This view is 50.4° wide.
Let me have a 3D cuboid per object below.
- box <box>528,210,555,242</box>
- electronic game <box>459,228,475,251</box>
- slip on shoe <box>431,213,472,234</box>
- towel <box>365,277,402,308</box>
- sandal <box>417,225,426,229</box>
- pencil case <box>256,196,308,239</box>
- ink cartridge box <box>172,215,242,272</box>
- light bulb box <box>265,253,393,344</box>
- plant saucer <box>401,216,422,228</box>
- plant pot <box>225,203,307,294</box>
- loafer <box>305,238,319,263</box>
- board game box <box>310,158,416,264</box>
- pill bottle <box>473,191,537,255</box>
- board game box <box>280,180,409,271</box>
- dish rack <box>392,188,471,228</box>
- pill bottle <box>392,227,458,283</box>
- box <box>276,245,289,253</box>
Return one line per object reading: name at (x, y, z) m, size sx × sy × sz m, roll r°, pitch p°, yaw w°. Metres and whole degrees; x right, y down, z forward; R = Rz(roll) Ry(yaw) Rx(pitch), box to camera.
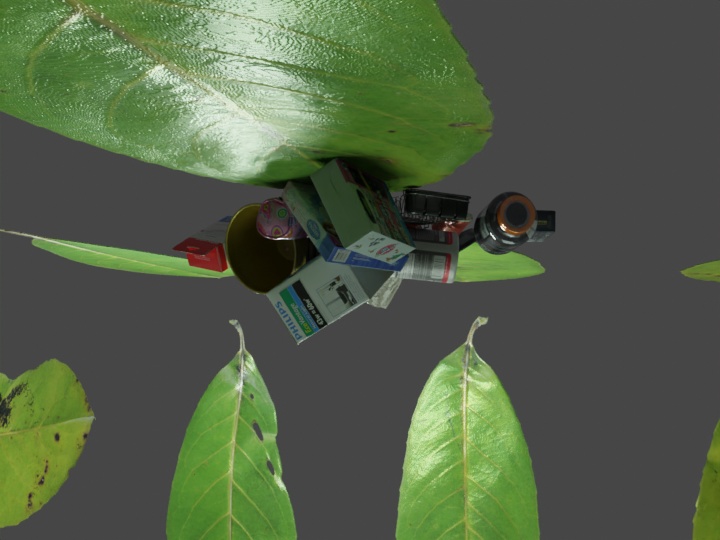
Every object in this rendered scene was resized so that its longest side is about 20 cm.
box at (0.354, -0.101, 1.744) m, size 0.153 × 0.052 × 0.200 m, roll 1°, pitch 175°, yaw 7°
electronic game at (0.223, -0.050, 1.946) m, size 0.197 × 0.042 × 0.200 m, roll -30°, pitch -176°, yaw 2°
slip on shoe at (0.210, -0.099, 1.766) m, size 0.072 × 0.063 × 0.200 m, roll 5°, pitch 173°, yaw -11°
towel at (0.000, 0.000, 1.769) m, size 0.197 × 0.035 × 0.134 m, roll 28°, pitch 128°, yaw -3°
sandal at (0.122, -0.095, 1.855) m, size 0.074 × 0.049 × 0.200 m, roll -29°, pitch 179°, yaw 5°
pencil case at (-0.139, -0.107, 1.564) m, size 0.085 × 0.090 × 0.199 m, roll 0°, pitch -177°, yaw 19°
ink cartridge box at (-0.334, -0.057, 1.809) m, size 0.114 × 0.069 × 0.199 m, roll 9°, pitch -149°, yaw 34°
light bulb box at (-0.056, 0.023, 1.575) m, size 0.198 × 0.126 × 0.198 m, roll -32°, pitch -175°, yaw 25°
plant saucer at (0.013, -0.100, 1.768) m, size 0.195 × 0.038 × 0.199 m, roll 6°, pitch 174°, yaw -28°
plant pot at (-0.191, -0.062, 1.754) m, size 0.196 × 0.205 × 0.141 m, roll -1°, pitch -169°, yaw 30°
loafer at (-0.085, -0.048, 1.703) m, size 0.061 × 0.205 × 0.072 m, roll 6°, pitch -154°, yaw 24°
board game box at (0.009, -0.101, 1.345) m, size 0.064 × 0.150 × 0.199 m, roll -31°, pitch 162°, yaw 18°
pill bottle at (0.292, -0.095, 1.528) m, size 0.103 × 0.109 × 0.200 m, roll 2°, pitch 174°, yaw -1°
board game box at (-0.030, -0.085, 1.475) m, size 0.197 × 0.044 × 0.200 m, roll 7°, pitch -145°, yaw -44°
dish rack at (0.119, -0.125, 1.588) m, size 0.150 × 0.056 × 0.199 m, roll 5°, pitch 176°, yaw -26°
pill bottle at (0.113, -0.037, 1.675) m, size 0.195 × 0.114 × 0.111 m, roll 6°, pitch 175°, yaw 0°
box at (-0.136, -0.044, 1.923) m, size 0.195 × 0.099 × 0.176 m, roll -1°, pitch -160°, yaw 22°
